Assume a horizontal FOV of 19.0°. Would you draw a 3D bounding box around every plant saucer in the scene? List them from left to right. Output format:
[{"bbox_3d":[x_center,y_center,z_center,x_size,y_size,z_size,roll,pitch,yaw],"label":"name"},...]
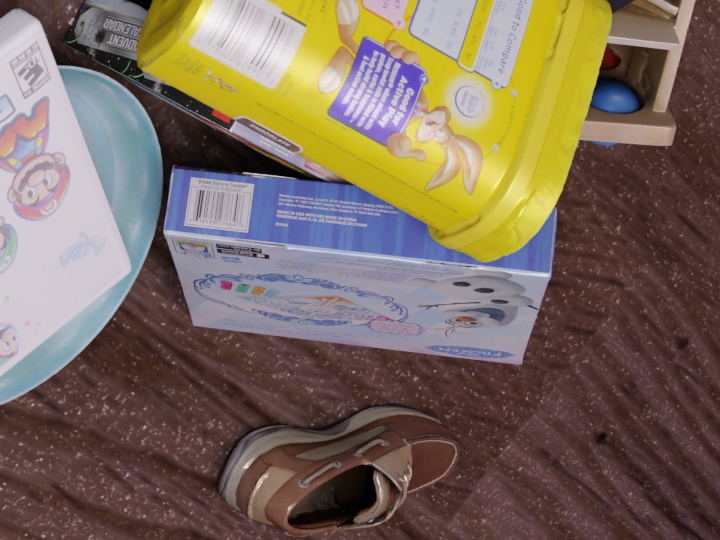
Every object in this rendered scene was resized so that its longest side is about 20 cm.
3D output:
[{"bbox_3d":[-0.187,-0.018,1.102,0.200,0.027,0.200,-30,137,-32],"label":"plant saucer"}]

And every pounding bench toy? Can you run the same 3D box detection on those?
[{"bbox_3d":[0.086,-0.161,1.249,0.200,0.124,0.156,4,122,-12],"label":"pounding bench toy"}]

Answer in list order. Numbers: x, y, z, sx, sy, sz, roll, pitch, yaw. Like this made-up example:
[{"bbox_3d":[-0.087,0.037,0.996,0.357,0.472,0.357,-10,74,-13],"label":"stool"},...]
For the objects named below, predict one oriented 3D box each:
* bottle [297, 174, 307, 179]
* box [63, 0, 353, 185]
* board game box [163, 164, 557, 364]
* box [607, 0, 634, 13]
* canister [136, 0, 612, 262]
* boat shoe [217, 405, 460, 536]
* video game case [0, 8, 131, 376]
[{"bbox_3d":[0.032,-0.014,1.359,0.084,0.065,0.200,-56,143,4],"label":"bottle"},{"bbox_3d":[-0.047,-0.082,1.163,0.200,0.137,0.040,26,92,-51],"label":"box"},{"bbox_3d":[0.000,0.000,1.186,0.199,0.200,0.043,92,5,-74],"label":"board game box"},{"bbox_3d":[0.027,-0.175,1.108,0.200,0.050,0.198,-28,132,31],"label":"box"},{"bbox_3d":[0.007,-0.113,1.031,0.200,0.087,0.149,28,66,-21],"label":"canister"},{"bbox_3d":[-0.003,0.142,1.440,0.200,0.072,0.076,-8,124,-43],"label":"boat shoe"},{"bbox_3d":[-0.210,-0.003,1.041,0.200,0.024,0.182,-40,143,-22],"label":"video game case"}]
